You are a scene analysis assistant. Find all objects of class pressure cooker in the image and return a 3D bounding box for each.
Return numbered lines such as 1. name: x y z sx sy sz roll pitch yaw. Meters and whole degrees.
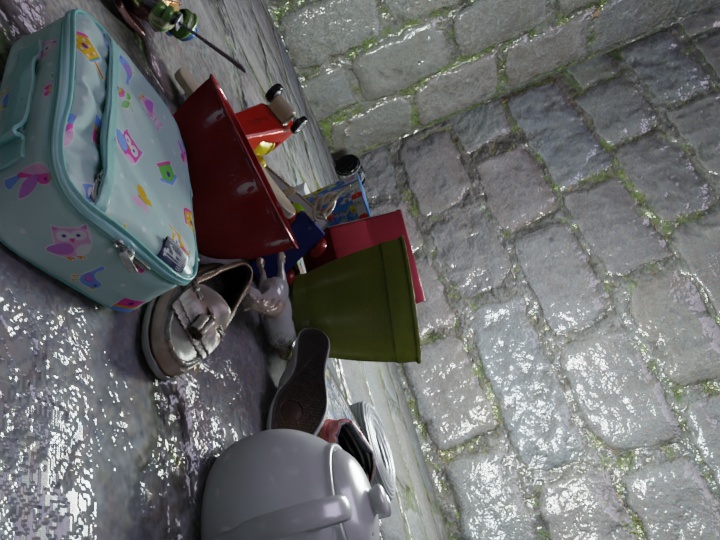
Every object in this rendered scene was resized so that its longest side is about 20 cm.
1. pressure cooker: -0.059 -0.620 3.461 0.202 0.172 0.182 65 3 -52

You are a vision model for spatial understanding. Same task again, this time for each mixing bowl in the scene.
1. mixing bowl: -0.157 -0.090 0.584 0.204 0.106 0.200 62 -4 7

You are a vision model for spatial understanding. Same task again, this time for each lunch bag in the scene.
1. lunch bag: -0.193 -0.081 0.405 0.161 0.075 0.204 63 9 -58

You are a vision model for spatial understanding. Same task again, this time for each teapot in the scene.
1. teapot: -0.044 0.229 0.486 0.201 0.142 0.202 -94 163 -70

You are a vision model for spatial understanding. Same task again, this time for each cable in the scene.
1. cable: 0.017 0.366 1.073 0.202 0.067 0.203 -103 172 -53

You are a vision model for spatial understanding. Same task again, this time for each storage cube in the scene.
1. storage cube: 0.000 0.000 1.063 0.199 0.167 0.185 -17 -91 64

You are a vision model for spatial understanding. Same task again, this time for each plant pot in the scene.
1. plant pot: -0.010 0.061 0.868 0.200 0.187 0.207 -9 90 -88

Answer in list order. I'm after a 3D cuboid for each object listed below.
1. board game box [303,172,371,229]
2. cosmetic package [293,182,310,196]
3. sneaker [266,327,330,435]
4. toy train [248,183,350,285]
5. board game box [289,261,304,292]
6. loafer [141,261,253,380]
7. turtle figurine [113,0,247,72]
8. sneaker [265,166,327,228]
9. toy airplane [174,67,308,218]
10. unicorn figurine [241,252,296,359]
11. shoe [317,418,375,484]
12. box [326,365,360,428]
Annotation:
1. board game box: -0.079 -0.138 1.231 0.201 0.191 0.057 -101 168 -66
2. cosmetic package: -0.131 -0.122 1.425 0.083 0.049 0.205 -102 171 -71
3. sneaker: -0.082 0.177 0.724 0.202 0.071 0.086 -75 -172 -53
4. toy train: -0.094 -0.077 0.851 0.085 0.200 0.116 43 8 -26
5. board game box: -0.115 0.057 1.084 0.105 0.023 0.205 -3 74 -83
6. loafer: -0.151 0.032 0.524 0.201 0.061 0.074 -95 165 -71
7. turtle figurine: -0.221 -0.347 0.602 0.197 0.147 0.193 22 -4 35
8. sneaker: -0.165 -0.116 1.003 0.199 0.109 0.070 41 2 13
9. toy airplane: -0.179 -0.179 0.771 0.195 0.141 0.205 18 50 -34
10. unicorn figurine: -0.122 0.044 0.735 0.139 0.072 0.203 -105 173 -50
11. shoe: -0.019 0.290 0.683 0.090 0.070 0.206 -25 -102 51
12. box: -0.047 0.264 0.872 0.200 0.048 0.204 -102 170 -62
